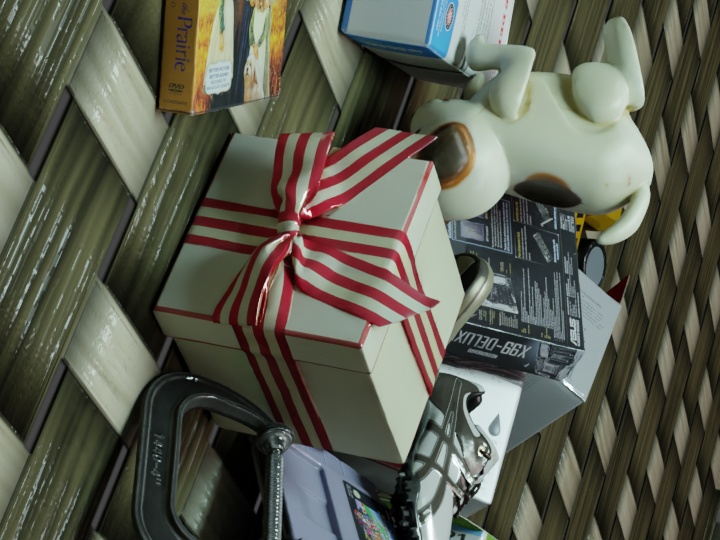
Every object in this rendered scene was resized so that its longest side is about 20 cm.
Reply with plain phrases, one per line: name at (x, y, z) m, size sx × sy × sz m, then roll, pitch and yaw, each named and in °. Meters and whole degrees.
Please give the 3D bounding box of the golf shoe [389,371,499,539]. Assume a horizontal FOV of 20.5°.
golf shoe at (0.069, 0.167, 1.596) m, size 0.078 × 0.093 × 0.202 m, roll 108°, pitch -18°, yaw -60°

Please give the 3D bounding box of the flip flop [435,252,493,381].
flip flop at (0.038, 0.070, 1.571) m, size 0.200 × 0.081 × 0.057 m, roll -46°, pitch 126°, yaw 10°

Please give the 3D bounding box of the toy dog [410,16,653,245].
toy dog at (0.130, -0.098, 1.646) m, size 0.140 × 0.198 × 0.196 m, roll 111°, pitch -31°, yaw -74°

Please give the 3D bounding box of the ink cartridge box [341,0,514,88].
ink cartridge box at (0.066, -0.244, 1.694) m, size 0.200 × 0.083 × 0.148 m, roll 20°, pitch 81°, yaw -70°

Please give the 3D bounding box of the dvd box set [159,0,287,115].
dvd box set at (-0.088, -0.214, 1.374) m, size 0.146 × 0.029 × 0.202 m, roll -23°, pitch 120°, yaw -66°

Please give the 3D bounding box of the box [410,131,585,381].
box at (0.109, -0.016, 1.705) m, size 0.050 × 0.156 × 0.202 m, roll 124°, pitch -27°, yaw -49°

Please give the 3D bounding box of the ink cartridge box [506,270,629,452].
ink cartridge box at (0.152, 0.081, 1.919) m, size 0.200 × 0.084 × 0.176 m, roll -41°, pitch -165°, yaw 46°

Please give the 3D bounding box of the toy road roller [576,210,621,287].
toy road roller at (0.188, -0.077, 2.052) m, size 0.146 × 0.122 × 0.202 m, roll 31°, pitch 70°, yaw -56°

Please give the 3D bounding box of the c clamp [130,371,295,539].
c clamp at (-0.082, 0.161, 1.367) m, size 0.027 × 0.169 × 0.201 m, roll -51°, pitch -147°, yaw 40°

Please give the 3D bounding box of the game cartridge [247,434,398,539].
game cartridge at (-0.019, 0.200, 1.509) m, size 0.038 × 0.129 × 0.201 m, roll -49°, pitch -151°, yaw 18°

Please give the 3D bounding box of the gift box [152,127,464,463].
gift box at (-0.018, 0.010, 1.435) m, size 0.187 × 0.198 × 0.186 m, roll 68°, pitch 32°, yaw -52°

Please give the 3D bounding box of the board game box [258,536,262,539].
board game box at (0.001, 0.289, 1.572) m, size 0.097 × 0.200 × 0.159 m, roll -45°, pitch 165°, yaw 16°

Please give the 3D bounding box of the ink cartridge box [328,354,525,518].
ink cartridge box at (0.062, 0.093, 1.726) m, size 0.084 × 0.143 × 0.202 m, roll 135°, pitch -26°, yaw -65°

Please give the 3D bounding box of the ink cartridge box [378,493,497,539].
ink cartridge box at (0.033, 0.245, 1.736) m, size 0.200 × 0.146 × 0.077 m, roll 43°, pitch 61°, yaw -65°
